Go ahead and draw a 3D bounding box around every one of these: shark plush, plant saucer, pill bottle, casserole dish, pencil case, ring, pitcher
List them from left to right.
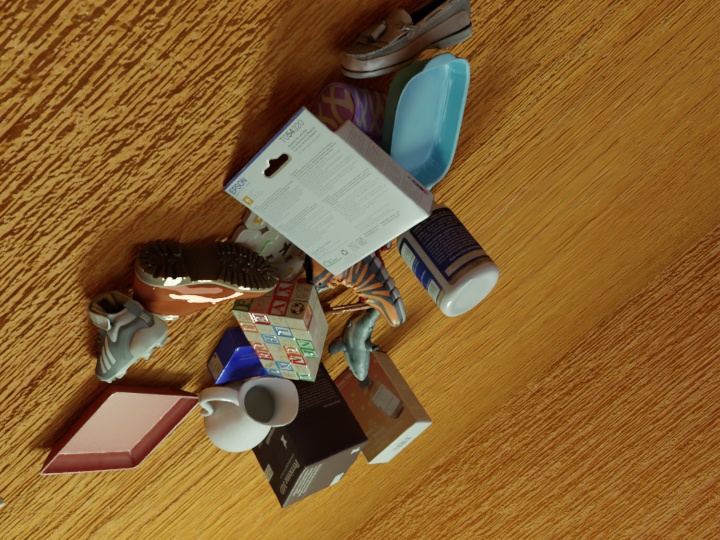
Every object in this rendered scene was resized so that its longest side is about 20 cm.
[{"bbox_3d":[-0.392,0.256,1.043,0.200,0.037,0.198,-44,152,13],"label":"plant saucer"},{"bbox_3d":[-0.225,0.247,1.118,0.168,0.124,0.199,17,149,-28],"label":"pitcher"},{"bbox_3d":[-0.026,0.058,1.090,0.194,0.020,0.200,-8,179,0],"label":"ring"},{"bbox_3d":[0.017,0.135,1.291,0.089,0.084,0.202,-6,139,-44],"label":"shark plush"},{"bbox_3d":[0.024,-0.186,0.826,0.197,0.085,0.085,-2,124,-50],"label":"pencil case"},{"bbox_3d":[0.072,-0.176,0.777,0.119,0.039,0.203,-27,143,-28],"label":"casserole dish"},{"bbox_3d":[0.129,-0.036,1.048,0.114,0.202,0.117,-27,153,-16],"label":"pill bottle"}]

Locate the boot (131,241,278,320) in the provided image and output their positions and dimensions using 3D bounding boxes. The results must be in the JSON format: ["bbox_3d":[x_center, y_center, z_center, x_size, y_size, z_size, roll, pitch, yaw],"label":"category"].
[{"bbox_3d":[-0.212,0.020,0.859,0.195,0.076,0.108,4,137,-30],"label":"boot"}]

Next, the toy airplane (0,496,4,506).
[{"bbox_3d":[-0.617,0.387,0.857,0.201,0.142,0.197,-48,151,18],"label":"toy airplane"}]

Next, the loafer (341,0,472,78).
[{"bbox_3d":[0.055,-0.287,0.746,0.197,0.071,0.064,-30,134,-28],"label":"loafer"}]

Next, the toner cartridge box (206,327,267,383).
[{"bbox_3d":[-0.168,0.143,1.131,0.197,0.044,0.096,0,135,-49],"label":"toner cartridge box"}]

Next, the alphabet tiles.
[{"bbox_3d":[-0.101,-0.060,0.940,0.197,0.015,0.197,0,131,-50],"label":"alphabet tiles"}]

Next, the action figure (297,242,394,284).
[{"bbox_3d":[0.000,0.000,1.047,0.198,0.099,0.066,-29,156,-41],"label":"action figure"}]

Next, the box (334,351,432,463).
[{"bbox_3d":[0.042,0.313,1.459,0.152,0.202,0.106,-43,153,13],"label":"box"}]

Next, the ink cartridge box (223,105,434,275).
[{"bbox_3d":[-0.042,-0.097,0.784,0.199,0.044,0.195,38,138,-21],"label":"ink cartridge box"}]

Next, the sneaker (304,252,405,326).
[{"bbox_3d":[-0.018,0.019,0.961,0.111,0.203,0.077,-35,-171,-14],"label":"sneaker"}]

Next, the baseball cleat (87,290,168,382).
[{"bbox_3d":[-0.325,0.083,0.844,0.198,0.107,0.070,-30,-162,41],"label":"baseball cleat"}]

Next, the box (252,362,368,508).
[{"bbox_3d":[-0.120,0.333,1.301,0.161,0.202,0.168,-11,143,-39],"label":"box"}]

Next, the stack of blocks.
[{"bbox_3d":[-0.111,0.098,0.985,0.112,0.060,0.202,6,145,15],"label":"stack of blocks"}]
